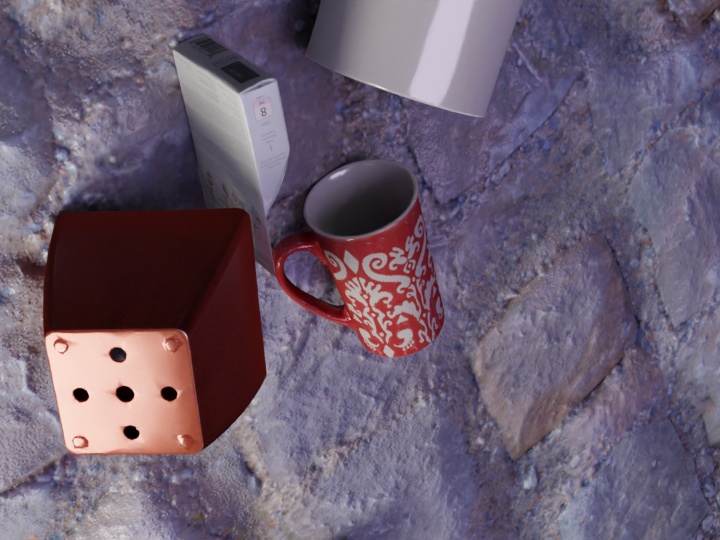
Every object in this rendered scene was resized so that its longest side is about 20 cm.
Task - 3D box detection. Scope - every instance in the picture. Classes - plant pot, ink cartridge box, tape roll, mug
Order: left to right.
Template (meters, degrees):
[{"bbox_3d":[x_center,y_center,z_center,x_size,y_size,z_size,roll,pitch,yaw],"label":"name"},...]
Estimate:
[{"bbox_3d":[-0.206,0.071,1.279,0.197,0.177,0.202,-1,118,5],"label":"plant pot"},{"bbox_3d":[-0.120,-0.118,1.329,0.057,0.162,0.202,-27,125,-20],"label":"ink cartridge box"},{"bbox_3d":[0.005,-0.008,1.530,0.134,0.175,0.201,-70,150,-42],"label":"mug"},{"bbox_3d":[0.057,-0.256,1.379,0.201,0.202,0.141,7,106,-40],"label":"tape roll"}]
